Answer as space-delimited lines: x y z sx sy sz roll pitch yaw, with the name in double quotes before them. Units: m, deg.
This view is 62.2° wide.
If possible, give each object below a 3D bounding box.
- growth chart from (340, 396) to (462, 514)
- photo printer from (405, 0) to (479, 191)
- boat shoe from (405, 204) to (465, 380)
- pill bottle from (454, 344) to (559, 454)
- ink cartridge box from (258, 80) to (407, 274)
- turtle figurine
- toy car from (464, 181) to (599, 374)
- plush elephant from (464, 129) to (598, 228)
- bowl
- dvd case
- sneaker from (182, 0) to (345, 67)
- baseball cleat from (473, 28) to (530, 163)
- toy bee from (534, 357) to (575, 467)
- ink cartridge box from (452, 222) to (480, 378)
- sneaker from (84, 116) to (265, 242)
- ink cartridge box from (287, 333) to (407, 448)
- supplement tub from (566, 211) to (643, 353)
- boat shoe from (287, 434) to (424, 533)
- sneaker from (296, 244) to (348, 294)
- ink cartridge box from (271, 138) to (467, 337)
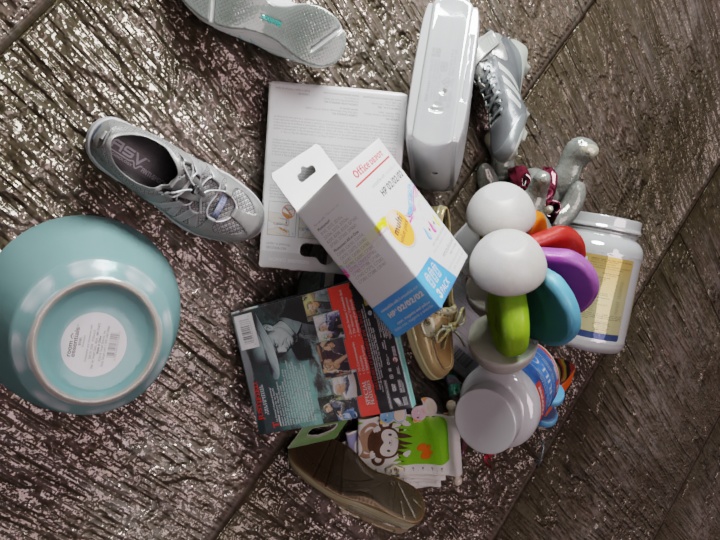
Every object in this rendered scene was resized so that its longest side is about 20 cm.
"growth chart" 0.047 0.250 0.813 0.193 0.018 0.149 -15 107 8
"photo printer" 0.098 -0.194 0.719 0.067 0.200 0.173 9 83 9
"boat shoe" 0.087 0.028 0.705 0.073 0.061 0.207 -20 101 -59
"pill bottle" 0.200 0.172 0.817 0.198 0.109 0.117 -18 112 -59
"ink cartridge box" -0.032 -0.103 0.684 0.155 0.050 0.208 5 101 -1
"turtle figurine" 0.130 0.224 0.873 0.194 0.100 0.156 1 94 -24
"toy car" 0.195 0.009 0.688 0.144 0.203 0.179 -1 130 8
"plush elephant" 0.232 -0.088 0.826 0.159 0.155 0.206 15 111 6
"bowl" -0.259 0.054 0.578 0.195 0.104 0.209 -7 103 -32
"dvd case" -0.046 0.097 0.670 0.022 0.194 0.151 -15 89 -70
"sneaker" -0.112 -0.269 0.633 0.196 0.080 0.072 26 94 -14
"baseball cleat" 0.175 -0.238 0.802 0.104 0.070 0.205 21 57 -15
"toy bee" 0.273 0.200 0.963 0.199 0.106 0.135 -23 131 -59
"ink cartridge box" 0.144 0.036 0.839 0.174 0.044 0.199 -47 122 6
"sneaker" -0.182 -0.081 0.605 0.196 0.082 0.077 26 90 -28
"ink cartridge box" -0.022 0.119 0.735 0.202 0.059 0.103 -56 151 16
"supplement tub" 0.365 0.016 0.952 0.141 0.143 0.208 7 96 -33
"boat shoe" -0.013 0.286 0.784 0.195 0.073 0.066 27 129 -5
"sneaker" 0.001 0.000 0.752 0.142 0.076 0.210 12 92 -31
"ink cartridge box" 0.014 -0.052 0.603 0.201 0.067 0.115 51 34 -7
